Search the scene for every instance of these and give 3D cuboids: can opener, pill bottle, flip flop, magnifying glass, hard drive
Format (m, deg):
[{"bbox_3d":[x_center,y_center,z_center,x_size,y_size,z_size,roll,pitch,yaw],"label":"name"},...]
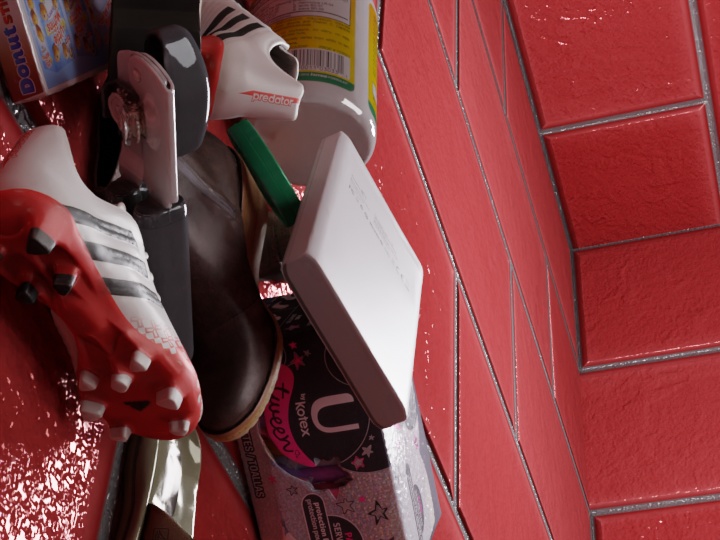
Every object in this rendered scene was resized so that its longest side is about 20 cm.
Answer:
[{"bbox_3d":[-0.109,-0.034,0.795,0.066,0.053,0.201,-20,130,-35],"label":"can opener"},{"bbox_3d":[-0.041,-0.180,1.180,0.113,0.112,0.201,62,22,-51],"label":"pill bottle"},{"bbox_3d":[-0.102,0.168,0.807,0.081,0.057,0.201,64,21,-49],"label":"flip flop"},{"bbox_3d":[-0.071,-0.068,1.033,0.080,0.022,0.200,58,-3,-5],"label":"magnifying glass"},{"bbox_3d":[0.000,0.000,0.970,0.132,0.026,0.200,59,19,-21],"label":"hard drive"}]

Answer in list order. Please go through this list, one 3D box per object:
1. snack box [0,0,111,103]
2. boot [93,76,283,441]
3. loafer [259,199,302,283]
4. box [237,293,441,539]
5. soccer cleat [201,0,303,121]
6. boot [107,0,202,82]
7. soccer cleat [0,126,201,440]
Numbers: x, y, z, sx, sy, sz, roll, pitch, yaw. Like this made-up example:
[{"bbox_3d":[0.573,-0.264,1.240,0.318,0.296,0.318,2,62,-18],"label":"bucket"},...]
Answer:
[{"bbox_3d":[-0.166,-0.153,0.841,0.200,0.024,0.072,-58,135,-70],"label":"snack box"},{"bbox_3d":[-0.118,-0.008,0.896,0.166,0.072,0.201,42,40,-49],"label":"boot"},{"bbox_3d":[-0.041,-0.023,1.155,0.200,0.069,0.071,-26,106,-76],"label":"loafer"},{"bbox_3d":[-0.018,0.123,1.057,0.132,0.114,0.202,-50,129,-72],"label":"box"},{"bbox_3d":[-0.086,-0.142,0.947,0.200,0.084,0.069,-114,-141,-66],"label":"soccer cleat"},{"bbox_3d":[-0.114,-0.185,0.815,0.075,0.073,0.202,-131,-129,-71],"label":"boot"},{"bbox_3d":[-0.133,0.013,0.746,0.201,0.068,0.086,61,27,-42],"label":"soccer cleat"}]
